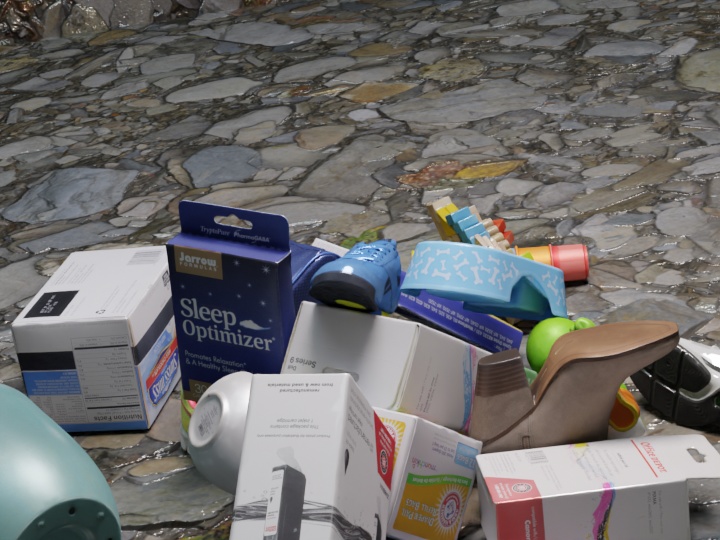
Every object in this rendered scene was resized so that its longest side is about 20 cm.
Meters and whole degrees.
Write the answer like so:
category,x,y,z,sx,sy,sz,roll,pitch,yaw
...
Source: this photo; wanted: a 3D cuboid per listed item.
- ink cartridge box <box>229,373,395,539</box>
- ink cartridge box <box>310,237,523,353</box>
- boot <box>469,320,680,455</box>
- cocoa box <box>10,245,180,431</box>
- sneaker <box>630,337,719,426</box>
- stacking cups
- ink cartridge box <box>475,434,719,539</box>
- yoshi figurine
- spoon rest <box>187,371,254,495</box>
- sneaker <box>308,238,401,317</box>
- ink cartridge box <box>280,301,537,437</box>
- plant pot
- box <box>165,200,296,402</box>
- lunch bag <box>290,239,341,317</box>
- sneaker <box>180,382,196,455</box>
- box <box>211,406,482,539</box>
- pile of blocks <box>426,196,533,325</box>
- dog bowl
category,x,y,z,sx,sy,sz,roll,pitch,yaw
ink cartridge box,-0.037,0.198,1.411,0.084,0.144,0.200,-1,63,17
ink cartridge box,0.069,0.035,1.889,0.198,0.047,0.200,27,-5,-36
boot,0.191,0.131,1.601,0.200,0.146,0.070,-11,16,11
cocoa box,-0.269,0.072,1.958,0.133,0.131,0.200,-4,22,13
sneaker,0.356,0.104,1.735,0.115,0.076,0.200,-16,29,-40
stacking cups,0.159,0.001,2.086,0.200,0.061,0.061,-4,21,1
ink cartridge box,0.204,0.192,1.529,0.200,0.068,0.116,-6,14,-3
yoshi figurine,0.200,0.105,1.729,0.112,0.112,0.200,-14,18,5
spoon rest,-0.099,0.165,1.554,0.061,0.099,0.200,26,23,-31
sneaker,0.000,0.000,1.657,0.066,0.079,0.200,15,-6,10
ink cartridge box,0.046,0.100,1.685,0.145,0.088,0.200,9,-8,41
plant pot,-0.298,0.216,1.538,0.200,0.201,0.161,-26,37,-36
box,-0.117,0.038,1.687,0.121,0.200,0.032,9,27,26
lunch bag,-0.069,0.057,1.819,0.136,0.200,0.132,-48,34,-19
sneaker,-0.107,0.145,1.767,0.200,0.090,0.078,9,28,38
box,-0.012,0.169,1.594,0.200,0.102,0.112,9,-11,39
pile of blocks,0.149,-0.029,2.017,0.062,0.082,0.200,-26,53,-16
dog bowl,0.124,0.011,1.778,0.111,0.050,0.200,2,-9,40
